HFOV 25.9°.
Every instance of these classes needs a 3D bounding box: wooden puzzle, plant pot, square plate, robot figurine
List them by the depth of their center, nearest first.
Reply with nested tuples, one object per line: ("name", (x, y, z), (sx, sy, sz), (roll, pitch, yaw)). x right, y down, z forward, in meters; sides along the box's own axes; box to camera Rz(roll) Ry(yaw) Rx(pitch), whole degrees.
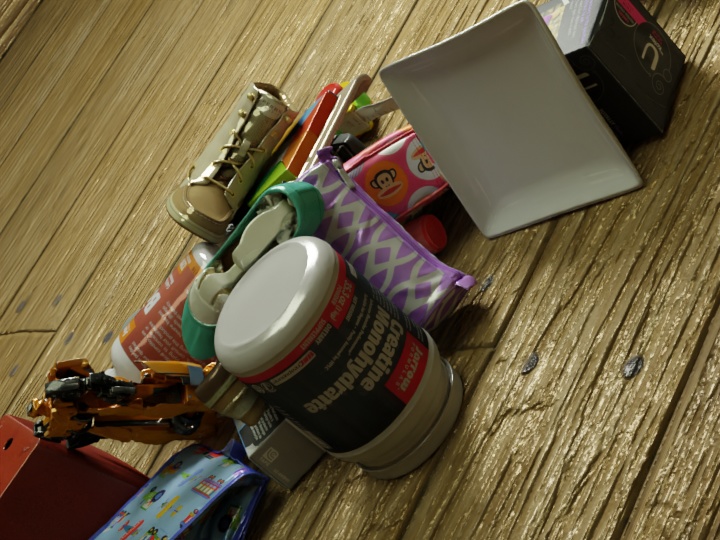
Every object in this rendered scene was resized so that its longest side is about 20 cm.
("square plate", (0.138, -0.137, 1.442), (0.197, 0.201, 0.028), (-18, 22, 46))
("robot figurine", (-0.229, 0.129, 1.545), (0.145, 0.198, 0.059), (121, 147, -54))
("plant pot", (-0.329, 0.263, 1.648), (0.201, 0.176, 0.199), (-55, 27, -12))
("wooden puzzle", (-0.080, -0.119, 1.724), (0.185, 0.037, 0.201), (-37, 17, 48))

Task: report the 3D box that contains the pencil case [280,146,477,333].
("pencil case", (0.015, -0.026, 1.481), (0.086, 0.200, 0.084), (-53, -12, 28))

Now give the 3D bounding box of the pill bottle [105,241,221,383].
("pill bottle", (-0.190, 0.077, 1.647), (0.200, 0.112, 0.112), (-48, 26, 9))

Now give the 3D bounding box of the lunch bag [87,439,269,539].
("lunch bag", (-0.179, 0.248, 1.531), (0.201, 0.094, 0.150), (-55, 25, -14))

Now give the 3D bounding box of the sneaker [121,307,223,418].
("sneaker", (-0.190, 0.111, 1.763), (0.070, 0.080, 0.200), (-45, 45, -9))

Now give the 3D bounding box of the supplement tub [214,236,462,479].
("supplement tub", (-0.018, 0.079, 1.385), (0.140, 0.200, 0.141), (-36, 29, 24))

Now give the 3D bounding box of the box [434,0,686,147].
("box", (0.188, -0.177, 1.490), (0.199, 0.122, 0.107), (-18, 39, 46))

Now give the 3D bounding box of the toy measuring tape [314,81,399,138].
("toy measuring tape", (0.005, -0.201, 1.865), (0.199, 0.073, 0.074), (-19, 39, 46))

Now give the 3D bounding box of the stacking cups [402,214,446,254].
("stacking cups", (0.000, 0.000, 1.622), (0.199, 0.060, 0.061), (-26, 34, 36))

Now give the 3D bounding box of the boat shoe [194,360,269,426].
("boat shoe", (-0.097, 0.097, 1.489), (0.072, 0.076, 0.200), (-49, 3, 24))

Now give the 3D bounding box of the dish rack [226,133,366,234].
("dish rack", (-0.086, -0.080, 1.830), (0.200, 0.055, 0.153), (-51, 24, -24))

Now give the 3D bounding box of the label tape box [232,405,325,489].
("label tape box", (-0.039, 0.097, 1.546), (0.200, 0.066, 0.143), (-48, 26, 7))

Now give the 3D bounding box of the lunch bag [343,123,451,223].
("lunch bag", (0.026, -0.089, 1.619), (0.199, 0.082, 0.176), (-30, 3, 7))

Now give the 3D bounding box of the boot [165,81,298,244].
("boot", (-0.134, -0.120, 1.688), (0.156, 0.072, 0.200), (-53, 7, 17))

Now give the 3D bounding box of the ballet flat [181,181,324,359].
("ballet flat", (-0.112, -0.004, 1.436), (0.067, 0.070, 0.201), (43, 102, 20))
